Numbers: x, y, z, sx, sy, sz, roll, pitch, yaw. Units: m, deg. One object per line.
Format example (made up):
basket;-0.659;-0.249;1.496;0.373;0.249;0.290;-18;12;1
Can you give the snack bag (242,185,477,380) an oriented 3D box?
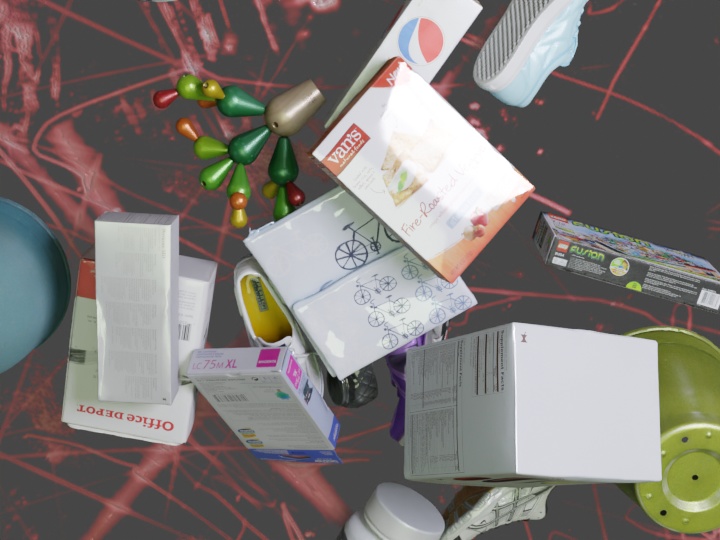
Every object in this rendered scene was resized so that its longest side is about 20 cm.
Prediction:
snack bag;0.000;0.000;1.252;0.188;0.021;0.201;-28;107;12

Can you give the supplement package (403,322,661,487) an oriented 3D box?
supplement package;0.177;0.149;1.210;0.190;0.200;0.148;8;75;-28

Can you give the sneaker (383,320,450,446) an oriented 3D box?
sneaker;0.055;0.101;1.334;0.083;0.081;0.201;9;98;13

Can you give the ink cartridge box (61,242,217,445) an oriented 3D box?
ink cartridge box;-0.251;0.082;1.316;0.146;0.083;0.201;11;107;-2

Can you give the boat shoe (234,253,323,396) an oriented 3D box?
boat shoe;-0.094;0.084;1.312;0.074;0.086;0.203;-15;107;6

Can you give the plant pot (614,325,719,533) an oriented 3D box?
plant pot;0.350;0.188;1.283;0.199;0.193;0.202;0;107;0

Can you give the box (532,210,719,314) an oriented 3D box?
box;0.293;-0.010;1.266;0.199;0.110;0.035;15;107;-5

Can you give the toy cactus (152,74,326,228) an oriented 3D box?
toy cactus;-0.112;-0.148;1.247;0.165;0.102;0.200;-38;95;2

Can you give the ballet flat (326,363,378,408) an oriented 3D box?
ballet flat;-0.006;0.062;1.330;0.057;0.066;0.201;-11;113;-35

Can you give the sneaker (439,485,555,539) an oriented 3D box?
sneaker;0.177;0.278;1.375;0.088;0.076;0.200;43;104;-11

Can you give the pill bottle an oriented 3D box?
pill bottle;0.012;0.361;1.383;0.113;0.113;0.201;27;106;-7

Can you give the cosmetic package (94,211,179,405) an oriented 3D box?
cosmetic package;-0.237;0.041;1.233;0.082;0.051;0.201;4;106;3

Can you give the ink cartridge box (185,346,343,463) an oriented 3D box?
ink cartridge box;-0.101;0.156;1.310;0.119;0.042;0.200;-3;140;23

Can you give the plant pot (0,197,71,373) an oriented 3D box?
plant pot;-0.437;0.036;1.250;0.199;0.188;0.201;0;107;1

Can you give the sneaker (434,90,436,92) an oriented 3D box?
sneaker;0.073;-0.095;1.264;0.072;0.072;0.201;-3;105;5

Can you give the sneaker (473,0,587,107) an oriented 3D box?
sneaker;0.203;-0.262;1.221;0.082;0.074;0.200;31;102;-39

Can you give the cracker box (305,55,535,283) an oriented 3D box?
cracker box;0.061;-0.103;1.185;0.200;0.058;0.134;42;88;-11

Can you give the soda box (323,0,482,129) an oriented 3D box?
soda box;0.044;-0.220;1.228;0.068;0.064;0.200;34;104;-9
